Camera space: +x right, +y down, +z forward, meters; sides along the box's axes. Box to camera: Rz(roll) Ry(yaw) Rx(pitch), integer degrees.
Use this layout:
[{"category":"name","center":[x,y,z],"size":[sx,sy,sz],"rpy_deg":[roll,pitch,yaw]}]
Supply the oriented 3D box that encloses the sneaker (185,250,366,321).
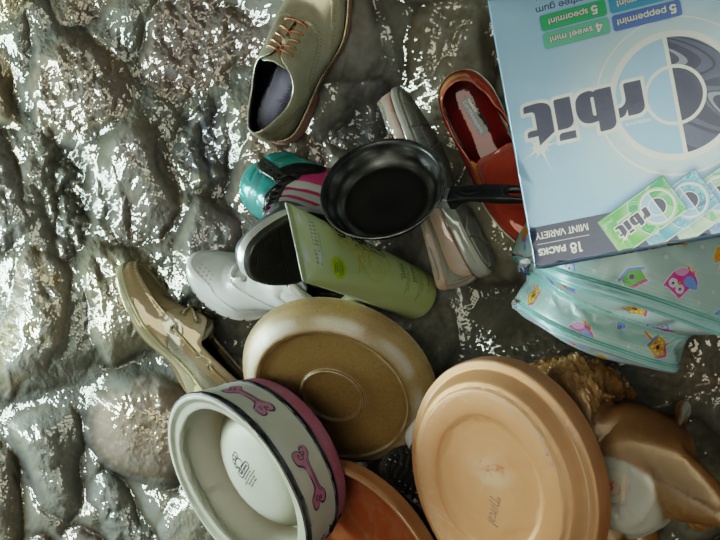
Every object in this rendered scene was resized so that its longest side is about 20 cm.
[{"category":"sneaker","center":[-0.081,0.011,1.067],"size":[0.199,0.087,0.075],"rpy_deg":[14,57,11]}]

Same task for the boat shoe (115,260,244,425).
[{"category":"boat shoe","center":[-0.179,0.066,1.124],"size":[0.065,0.072,0.200],"rpy_deg":[-35,90,13]}]

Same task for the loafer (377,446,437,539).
[{"category":"loafer","center":[0.098,0.252,1.060],"size":[0.200,0.073,0.071],"rpy_deg":[39,141,9]}]

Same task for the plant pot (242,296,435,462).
[{"category":"plant pot","center":[-0.025,0.116,1.054],"size":[0.199,0.028,0.201],"rpy_deg":[9,125,13]}]

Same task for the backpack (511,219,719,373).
[{"category":"backpack","center":[0.220,-0.001,0.890],"size":[0.175,0.200,0.154],"rpy_deg":[19,87,-5]}]

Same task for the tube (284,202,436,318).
[{"category":"tube","center":[0.000,0.000,0.987],"size":[0.058,0.200,0.052],"rpy_deg":[29,93,39]}]

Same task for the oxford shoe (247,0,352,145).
[{"category":"oxford shoe","center":[-0.060,-0.219,1.050],"size":[0.070,0.074,0.201],"rpy_deg":[18,101,15]}]

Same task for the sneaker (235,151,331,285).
[{"category":"sneaker","center":[-0.077,-0.056,1.021],"size":[0.120,0.200,0.084],"rpy_deg":[21,120,29]}]

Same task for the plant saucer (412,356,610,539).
[{"category":"plant saucer","center":[0.113,0.172,0.884],"size":[0.200,0.032,0.202],"rpy_deg":[13,108,47]}]

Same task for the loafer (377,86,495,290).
[{"category":"loafer","center":[0.058,-0.075,1.031],"size":[0.063,0.072,0.201],"rpy_deg":[-27,90,24]}]

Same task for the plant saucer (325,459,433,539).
[{"category":"plant saucer","center":[0.010,0.274,1.059],"size":[0.200,0.032,0.201],"rpy_deg":[26,130,36]}]

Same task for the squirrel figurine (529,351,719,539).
[{"category":"squirrel figurine","center":[0.229,0.145,0.936],"size":[0.141,0.186,0.200],"rpy_deg":[-43,77,27]}]

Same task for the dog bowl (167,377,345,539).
[{"category":"dog bowl","center":[-0.096,0.193,1.043],"size":[0.200,0.074,0.201],"rpy_deg":[27,131,35]}]

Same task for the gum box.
[{"category":"gum box","center":[0.192,-0.114,0.773],"size":[0.169,0.045,0.201],"rpy_deg":[-10,87,19]}]

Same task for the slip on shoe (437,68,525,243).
[{"category":"slip on shoe","center":[0.132,-0.098,1.007],"size":[0.074,0.061,0.201],"rpy_deg":[-31,88,16]}]

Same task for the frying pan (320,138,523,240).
[{"category":"frying pan","center":[0.057,-0.079,0.959],"size":[0.189,0.031,0.115],"rpy_deg":[-12,52,7]}]

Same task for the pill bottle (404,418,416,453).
[{"category":"pill bottle","center":[0.136,0.206,0.988],"size":[0.111,0.111,0.200],"rpy_deg":[-41,67,18]}]
